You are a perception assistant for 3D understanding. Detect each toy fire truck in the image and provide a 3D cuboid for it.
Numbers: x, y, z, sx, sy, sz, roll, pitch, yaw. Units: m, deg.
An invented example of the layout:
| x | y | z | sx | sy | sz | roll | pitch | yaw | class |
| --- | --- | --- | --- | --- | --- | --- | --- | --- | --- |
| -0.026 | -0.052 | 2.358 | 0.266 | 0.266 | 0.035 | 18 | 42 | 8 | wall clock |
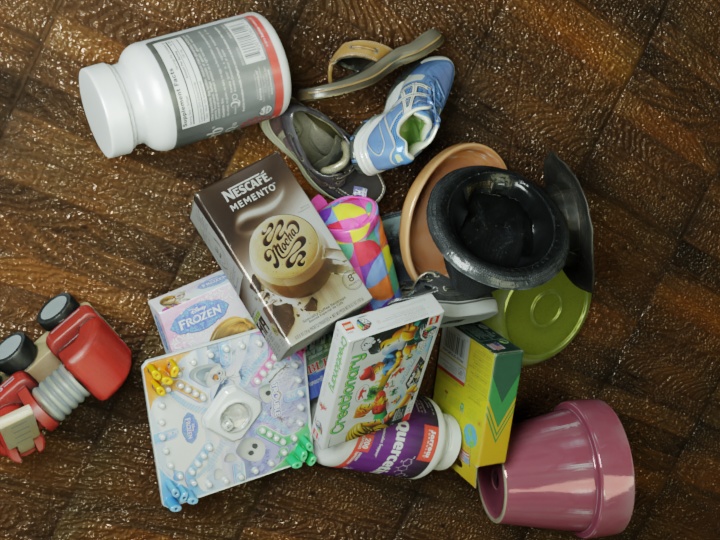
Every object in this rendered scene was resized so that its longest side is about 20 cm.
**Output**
| x | y | z | sx | sy | sz | roll | pitch | yaw | class |
| --- | --- | --- | --- | --- | --- | --- | --- | --- | --- |
| -0.324 | 0.124 | 1.151 | 0.176 | 0.200 | 0.129 | -42 | 125 | -10 | toy fire truck |

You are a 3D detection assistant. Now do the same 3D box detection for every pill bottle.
| x | y | z | sx | sy | sz | roll | pitch | yaw | class |
| --- | --- | --- | --- | --- | --- | --- | --- | --- | --- |
| -0.183 | -0.192 | 1.159 | 0.200 | 0.116 | 0.116 | -21 | 119 | -22 | pill bottle |
| 0.033 | 0.211 | 1.452 | 0.200 | 0.112 | 0.113 | 15 | 101 | -33 | pill bottle |

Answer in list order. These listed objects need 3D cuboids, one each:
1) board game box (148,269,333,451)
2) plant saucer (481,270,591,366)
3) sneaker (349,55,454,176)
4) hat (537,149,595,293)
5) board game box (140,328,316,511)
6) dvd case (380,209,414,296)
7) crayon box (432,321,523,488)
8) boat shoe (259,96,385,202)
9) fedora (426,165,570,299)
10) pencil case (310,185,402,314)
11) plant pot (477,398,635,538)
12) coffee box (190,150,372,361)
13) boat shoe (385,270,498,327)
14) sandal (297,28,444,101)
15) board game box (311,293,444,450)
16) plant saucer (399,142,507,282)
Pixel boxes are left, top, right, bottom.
| x | y | z | sx | sy | sz | roll | pitch | yaw | class |
| --- | --- | --- | --- | --- | --- | --- | --- | --- | --- |
| -0.130 | 0.088 | 1.324 | 0.200 | 0.041 | 0.200 | -25 | 120 | -20 | board game box |
| 0.258 | 0.050 | 1.573 | 0.200 | 0.031 | 0.200 | -12 | 115 | -27 | plant saucer |
| 0.068 | -0.183 | 1.311 | 0.200 | 0.077 | 0.076 | -57 | 130 | -31 | sneaker |
| 0.244 | -0.052 | 1.445 | 0.081 | 0.201 | 0.201 | -17 | 119 | -4 | hat |
| -0.148 | 0.173 | 1.307 | 0.200 | 0.026 | 0.200 | -15 | 117 | -24 | board game box |
| 0.027 | 0.000 | 1.421 | 0.200 | 0.022 | 0.146 | -15 | 116 | -25 | dvd case |
| 0.152 | 0.176 | 1.504 | 0.051 | 0.127 | 0.200 | -5 | 113 | -29 | crayon box |
| -0.036 | -0.133 | 1.301 | 0.072 | 0.065 | 0.200 | -51 | 126 | -5 | boat shoe |
| 0.156 | -0.033 | 1.343 | 0.200 | 0.201 | 0.092 | -10 | 145 | -27 | fedora |
| 0.000 | 0.000 | 1.333 | 0.088 | 0.088 | 0.200 | -29 | 127 | -18 | pencil case |
| 0.270 | 0.289 | 1.593 | 0.179 | 0.200 | 0.200 | -3 | 112 | -12 | plant pot |
| -0.092 | -0.016 | 1.240 | 0.113 | 0.080 | 0.200 | -31 | 82 | -20 | coffee box |
| 0.096 | 0.032 | 1.358 | 0.200 | 0.070 | 0.066 | -4 | 72 | -44 | boat shoe |
| 0.008 | -0.245 | 1.278 | 0.200 | 0.082 | 0.055 | -29 | 103 | -18 | sandal |
| 0.017 | 0.120 | 1.283 | 0.126 | 0.035 | 0.200 | -16 | 141 | -27 | board game box |
| 0.117 | -0.066 | 1.412 | 0.200 | 0.037 | 0.201 | -19 | 118 | -39 | plant saucer |
